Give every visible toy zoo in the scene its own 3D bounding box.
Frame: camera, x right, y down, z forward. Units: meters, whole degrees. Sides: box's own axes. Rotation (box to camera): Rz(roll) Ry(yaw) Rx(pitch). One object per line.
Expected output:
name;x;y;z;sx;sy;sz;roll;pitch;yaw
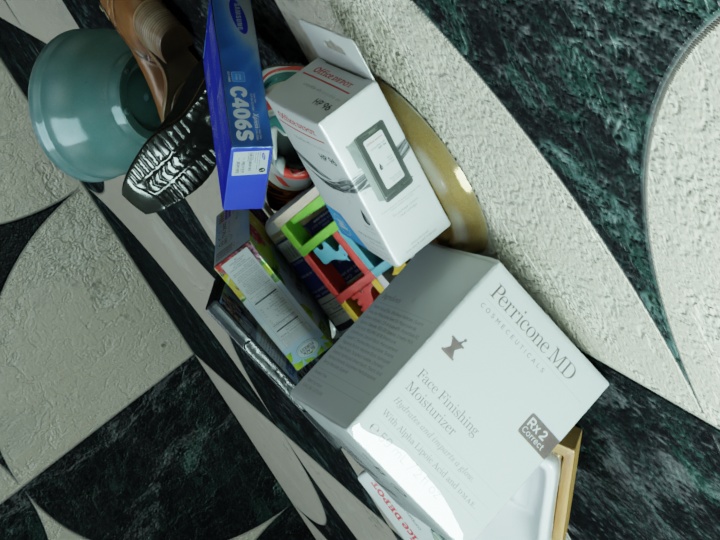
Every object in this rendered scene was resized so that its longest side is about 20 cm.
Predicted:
toy zoo;0.015;-0.003;1.649;0.200;0.020;0.131;51;137;-4

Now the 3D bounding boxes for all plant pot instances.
plant pot;-0.307;-0.218;2.169;0.133;0.201;0.201;-2;129;41
plant pot;0.044;-0.091;1.557;0.200;0.027;0.200;50;166;17

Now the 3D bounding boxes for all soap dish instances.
soap dish;0.128;0.197;1.701;0.199;0.081;0.159;22;127;27

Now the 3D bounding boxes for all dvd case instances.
dvd case;-0.083;0.090;1.742;0.200;0.018;0.143;48;-171;-10

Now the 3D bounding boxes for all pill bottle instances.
pill bottle;0.000;0.000;1.756;0.201;0.115;0.116;54;167;-6

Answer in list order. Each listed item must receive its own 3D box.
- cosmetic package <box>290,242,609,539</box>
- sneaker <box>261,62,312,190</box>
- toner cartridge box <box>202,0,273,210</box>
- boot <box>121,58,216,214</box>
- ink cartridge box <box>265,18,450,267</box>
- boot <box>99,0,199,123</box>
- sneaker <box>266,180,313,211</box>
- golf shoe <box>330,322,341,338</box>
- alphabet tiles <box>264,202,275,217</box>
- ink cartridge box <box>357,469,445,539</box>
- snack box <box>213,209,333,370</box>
cosmetic package;0.078;0.107;1.517;0.165;0.200;0.165;46;171;-19
sneaker;-0.074;-0.119;1.702;0.200;0.070;0.094;95;171;-60
toner cartridge box;-0.122;-0.167;1.655;0.095;0.043;0.201;106;158;-52
boot;-0.196;-0.156;1.883;0.077;0.200;0.138;45;175;-22
ink cartridge box;-0.011;-0.113;1.481;0.116;0.068;0.201;32;155;58
boot;-0.255;-0.270;2.060;0.155;0.073;0.201;43;152;32
sneaker;-0.060;-0.090;1.859;0.112;0.078;0.200;43;175;23
golf shoe;-0.038;0.041;1.991;0.200;0.091;0.073;-55;-27;-65
alphabet tiles;-0.106;-0.069;1.921;0.167;0.006;0.200;53;178;-3
ink cartridge box;0.112;0.232;1.855;0.146;0.084;0.200;52;137;0
snack box;-0.093;0.008;1.784;0.143;0.053;0.200;53;-173;-16
